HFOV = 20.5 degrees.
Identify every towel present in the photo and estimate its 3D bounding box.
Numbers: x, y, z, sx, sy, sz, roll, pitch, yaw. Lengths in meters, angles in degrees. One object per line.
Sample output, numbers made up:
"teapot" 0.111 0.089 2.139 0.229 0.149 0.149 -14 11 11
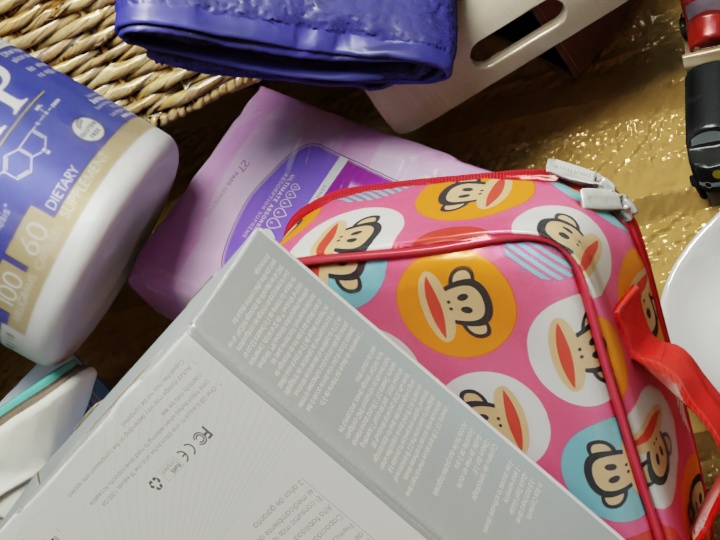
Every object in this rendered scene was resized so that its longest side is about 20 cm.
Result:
"towel" -0.028 -0.177 0.878 0.147 0.050 0.201 7 70 -10

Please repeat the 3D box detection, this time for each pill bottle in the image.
"pill bottle" -0.194 -0.054 0.899 0.199 0.120 0.120 29 72 3

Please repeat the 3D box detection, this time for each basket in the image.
"basket" -0.133 -0.151 1.003 0.199 0.149 0.143 -25 21 12

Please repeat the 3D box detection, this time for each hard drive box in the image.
"hard drive box" -0.016 0.112 0.715 0.156 0.200 0.077 -45 7 31

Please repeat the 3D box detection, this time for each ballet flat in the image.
"ballet flat" -0.183 0.114 0.864 0.069 0.070 0.200 25 46 38

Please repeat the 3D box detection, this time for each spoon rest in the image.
"spoon rest" 0.200 -0.025 0.824 0.099 0.061 0.200 29 75 39

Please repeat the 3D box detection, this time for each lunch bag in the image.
"lunch bag" 0.056 0.062 0.754 0.175 0.201 0.082 -6 24 26

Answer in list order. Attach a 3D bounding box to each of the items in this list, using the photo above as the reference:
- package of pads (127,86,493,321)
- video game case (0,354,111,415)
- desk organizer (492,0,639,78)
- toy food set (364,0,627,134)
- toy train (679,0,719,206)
"package of pads" 0.000 0.000 0.905 0.199 0.076 0.121 24 76 38
"video game case" -0.140 0.155 0.896 0.181 0.045 0.200 -47 50 -6
"desk organizer" 0.053 -0.178 1.000 0.200 0.072 0.077 34 81 40
"toy food set" 0.041 -0.178 0.932 0.143 0.060 0.201 -30 60 12
"toy train" 0.161 -0.121 0.918 0.034 0.046 0.201 -11 55 22
